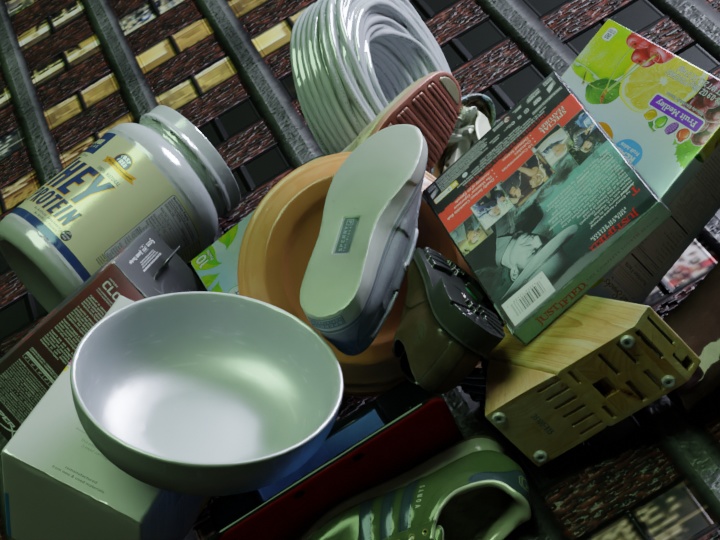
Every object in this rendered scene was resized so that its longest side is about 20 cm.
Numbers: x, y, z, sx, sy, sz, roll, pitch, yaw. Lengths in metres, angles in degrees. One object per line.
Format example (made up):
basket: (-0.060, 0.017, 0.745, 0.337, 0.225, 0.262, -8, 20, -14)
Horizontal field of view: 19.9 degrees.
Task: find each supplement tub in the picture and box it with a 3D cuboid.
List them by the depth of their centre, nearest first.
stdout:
supplement tub: (-0.226, -0.047, 1.933, 0.200, 0.145, 0.145, -42, 33, -18)

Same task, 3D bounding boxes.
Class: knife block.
knife block: (0.151, 0.050, 1.518, 0.200, 0.064, 0.176, -34, 27, 28)

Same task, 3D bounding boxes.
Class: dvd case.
dvd case: (0.135, -0.051, 1.543, 0.146, 0.022, 0.200, -43, 36, 9)

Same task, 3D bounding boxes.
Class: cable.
cable: (0.017, -0.163, 1.845, 0.069, 0.200, 0.200, -25, 31, 31)

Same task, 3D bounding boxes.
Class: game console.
game console: (-0.030, 0.142, 1.531, 0.200, 0.119, 0.172, -32, 34, -2)

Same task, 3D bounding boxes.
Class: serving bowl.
serving bowl: (-0.115, 0.101, 1.512, 0.199, 0.066, 0.200, 5, 36, -4)

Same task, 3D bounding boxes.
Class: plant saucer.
plant saucer: (0.000, 0.000, 1.649, 0.200, 0.200, 0.037, -34, -7, -6)

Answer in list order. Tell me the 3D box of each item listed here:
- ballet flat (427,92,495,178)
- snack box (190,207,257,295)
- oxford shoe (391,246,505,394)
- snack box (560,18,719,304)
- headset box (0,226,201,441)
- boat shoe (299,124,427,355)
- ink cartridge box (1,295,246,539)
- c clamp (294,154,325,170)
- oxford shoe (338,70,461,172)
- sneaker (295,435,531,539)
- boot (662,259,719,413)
ballet flat: (0.079, -0.072, 1.752, 0.074, 0.074, 0.201, -11, 54, 29)
snack box: (-0.052, 0.011, 1.768, 0.142, 0.053, 0.200, -40, 37, 2)
oxford shoe: (0.052, 0.037, 1.538, 0.085, 0.073, 0.200, -53, 8, 13)
snack box: (0.195, -0.075, 1.584, 0.200, 0.068, 0.169, -52, 42, 0)
headset box: (-0.229, 0.052, 1.775, 0.200, 0.075, 0.149, -40, 6, 14)
boat shoe: (0.009, -0.023, 1.598, 0.070, 0.072, 0.201, 2, 52, 28)
ink cartridge box: (-0.175, 0.131, 1.618, 0.125, 0.129, 0.200, 25, 53, 12)
c clamp: (-0.025, -0.045, 1.881, 0.170, 0.027, 0.200, -9, 39, 31)
oxford shoe: (0.006, -0.095, 1.730, 0.200, 0.071, 0.074, -49, 36, -15)
sneaker: (0.034, 0.194, 1.452, 0.200, 0.067, 0.090, -32, 26, -8)
boot: (0.266, 0.010, 1.515, 0.166, 0.072, 0.200, -32, 29, 2)
